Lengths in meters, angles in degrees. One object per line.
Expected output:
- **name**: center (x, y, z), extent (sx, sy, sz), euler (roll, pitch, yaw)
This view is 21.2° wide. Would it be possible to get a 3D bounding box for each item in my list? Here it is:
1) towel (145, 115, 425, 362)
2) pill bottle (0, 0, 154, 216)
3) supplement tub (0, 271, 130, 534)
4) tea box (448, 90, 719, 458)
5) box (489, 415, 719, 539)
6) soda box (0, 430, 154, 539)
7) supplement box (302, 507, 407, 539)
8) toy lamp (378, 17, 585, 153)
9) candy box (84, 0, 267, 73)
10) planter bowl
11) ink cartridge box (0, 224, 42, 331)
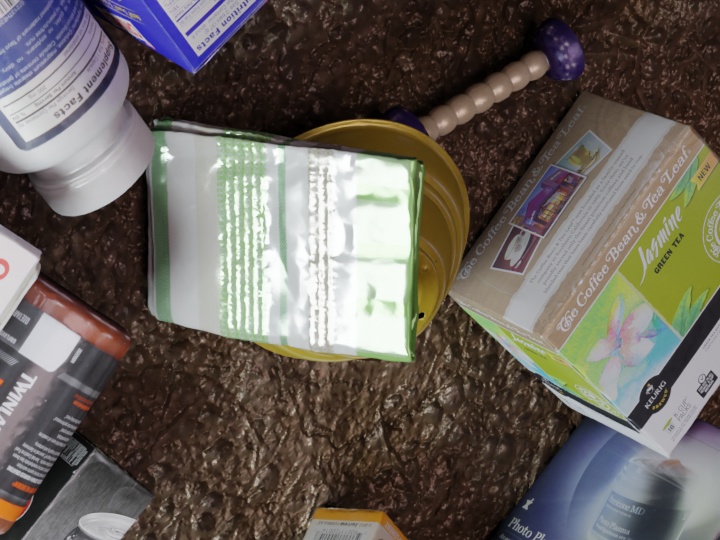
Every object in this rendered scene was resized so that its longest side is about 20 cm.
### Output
- **towel**: center (-0.052, -0.021, 1.307), extent (0.031, 0.199, 0.150), euler (-41, 136, -61)
- **pill bottle**: center (-0.213, -0.132, 1.193), extent (0.111, 0.111, 0.200), euler (-44, 126, -14)
- **supplement tub**: center (-0.244, 0.098, 1.256), extent (0.107, 0.107, 0.201), euler (36, 84, -38)
- **tea box**: center (0.210, 0.003, 1.524), extent (0.197, 0.133, 0.200), euler (40, 82, -37)
- **box**: center (0.239, 0.222, 1.581), extent (0.199, 0.200, 0.123), euler (-50, 126, -11)
- **soda box**: center (-0.237, 0.206, 1.326), extent (0.200, 0.063, 0.071), euler (-51, 127, -9)
- **supplement box**: center (-0.012, 0.298, 1.463), extent (0.126, 0.073, 0.201), euler (50, 52, -37)
- **toy lamp**: center (0.079, -0.121, 1.438), extent (0.199, 0.058, 0.058), euler (-30, 121, -22)
- **candy box**: center (-0.163, -0.230, 1.158), extent (0.077, 0.169, 0.200), euler (-43, 126, -10)
- **planter bowl**: center (0.000, 0.000, 1.372), extent (0.199, 0.084, 0.201), euler (-10, 124, -16)
- **ink cartridge box**: center (-0.315, -0.006, 1.157), extent (0.200, 0.084, 0.145), euler (35, 85, -23)
